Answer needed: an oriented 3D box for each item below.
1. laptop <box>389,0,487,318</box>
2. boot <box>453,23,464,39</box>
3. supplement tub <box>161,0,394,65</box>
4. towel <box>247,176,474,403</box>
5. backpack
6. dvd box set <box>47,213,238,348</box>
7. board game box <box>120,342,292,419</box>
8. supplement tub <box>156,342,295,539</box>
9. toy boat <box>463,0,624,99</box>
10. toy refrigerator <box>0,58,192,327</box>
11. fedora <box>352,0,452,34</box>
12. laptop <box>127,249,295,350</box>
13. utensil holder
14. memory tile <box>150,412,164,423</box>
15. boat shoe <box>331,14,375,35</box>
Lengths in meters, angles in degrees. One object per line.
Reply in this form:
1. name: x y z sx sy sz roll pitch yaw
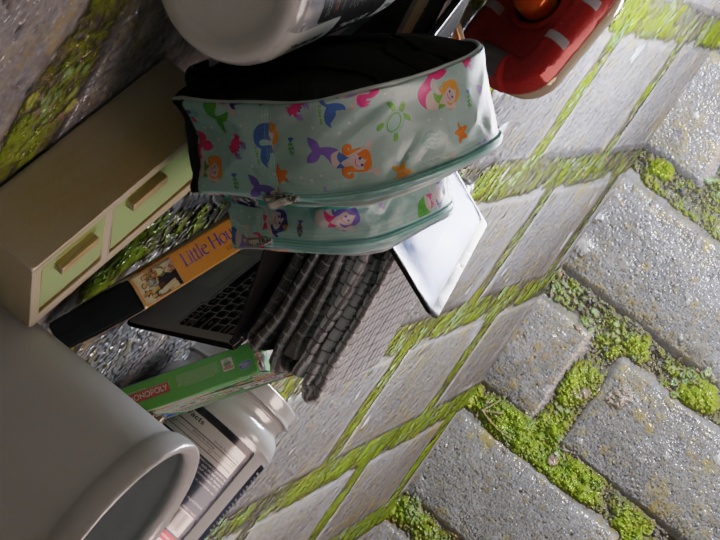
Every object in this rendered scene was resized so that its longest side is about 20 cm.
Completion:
1. laptop: 0.073 -0.099 1.403 0.201 0.103 0.177 -65 176 32
2. boot: 0.016 -0.151 1.683 0.155 0.074 0.201 -34 155 -43
3. supplement tub: -0.038 -0.219 1.207 0.200 0.122 0.123 -33 157 -53
4. towel: 0.000 0.000 1.524 0.201 0.085 0.165 -61 166 21
5. backpack: -0.006 -0.092 1.222 0.199 0.151 0.177 -5 -165 40
6. dvd box set: -0.141 -0.008 1.436 0.200 0.029 0.146 -34 -175 -37
7. board game box: -0.164 0.109 1.600 0.199 0.029 0.135 -20 172 13
8. supplement tub: -0.173 0.178 1.735 0.200 0.140 0.140 -49 166 -12
9. toy boat: 0.177 -0.284 1.833 0.200 0.130 0.131 -51 138 -6
10. toy refrigerator: -0.182 -0.055 1.259 0.200 0.070 0.076 -43 164 -33
11. fedora: 0.016 -0.204 1.463 0.201 0.091 0.201 -63 178 -4
12. laptop: -0.087 -0.030 1.558 0.187 0.199 0.116 -40 128 -41
13. utensil holder: -0.241 0.128 1.246 0.170 0.200 0.170 -49 166 -17
14. memory tile: -0.221 0.201 1.483 0.154 0.017 0.200 -61 178 11
15. boat shoe: -0.044 -0.194 1.378 0.200 0.062 0.072 -38 178 13
